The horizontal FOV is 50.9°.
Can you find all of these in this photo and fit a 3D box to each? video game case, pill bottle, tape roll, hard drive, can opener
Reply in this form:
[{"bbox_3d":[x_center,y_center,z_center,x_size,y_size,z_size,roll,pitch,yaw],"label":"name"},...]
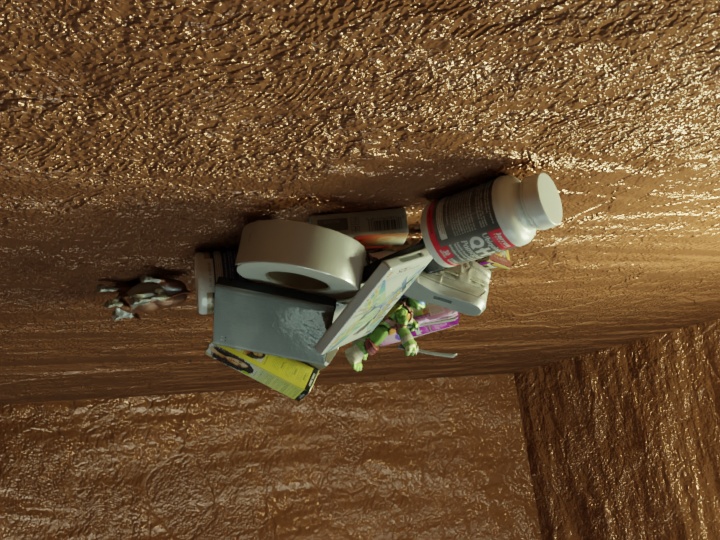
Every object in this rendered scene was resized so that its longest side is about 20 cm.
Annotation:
[{"bbox_3d":[0.027,0.049,1.264,0.200,0.022,0.182,-51,164,25],"label":"video game case"},{"bbox_3d":[0.201,-0.081,1.163,0.200,0.111,0.111,-18,162,36],"label":"pill bottle"},{"bbox_3d":[-0.094,-0.014,1.205,0.202,0.071,0.202,10,166,3],"label":"tape roll"},{"bbox_3d":[-0.147,0.086,1.282,0.199,0.033,0.140,11,129,-1],"label":"hard drive"},{"bbox_3d":[0.088,-0.024,1.340,0.199,0.079,0.063,-18,172,-18],"label":"can opener"},{"bbox_3d":[-0.192,0.017,1.349,0.199,0.111,0.111,-3,165,-14],"label":"pill bottle"}]

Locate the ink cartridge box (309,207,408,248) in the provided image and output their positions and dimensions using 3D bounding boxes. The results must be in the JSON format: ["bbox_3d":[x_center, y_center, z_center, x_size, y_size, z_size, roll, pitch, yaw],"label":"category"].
[{"bbox_3d":[-0.010,-0.048,1.311,0.162,0.050,0.200,-5,162,-6],"label":"ink cartridge box"}]

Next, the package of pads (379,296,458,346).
[{"bbox_3d":[0.113,0.100,1.644,0.199,0.076,0.121,-16,162,5],"label":"package of pads"}]

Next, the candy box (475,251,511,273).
[{"bbox_3d":[0.187,-0.013,1.521,0.199,0.057,0.117,-14,164,29],"label":"candy box"}]

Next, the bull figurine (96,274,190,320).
[{"bbox_3d":[-0.425,0.052,1.456,0.199,0.065,0.121,-16,166,27],"label":"bull figurine"}]

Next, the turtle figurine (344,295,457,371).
[{"bbox_3d":[0.080,0.140,1.502,0.194,0.144,0.200,-35,129,20],"label":"turtle figurine"}]

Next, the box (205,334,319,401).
[{"bbox_3d":[-0.180,0.168,1.382,0.200,0.050,0.075,27,151,-6],"label":"box"}]

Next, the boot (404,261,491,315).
[{"bbox_3d":[0.145,0.009,1.416,0.199,0.096,0.074,21,153,-4],"label":"boot"}]

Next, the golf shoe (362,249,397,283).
[{"bbox_3d":[0.000,0.000,1.415,0.199,0.078,0.094,-8,176,-5],"label":"golf shoe"}]

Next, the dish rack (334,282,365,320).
[{"bbox_3d":[-0.052,0.088,1.435,0.171,0.044,0.200,-8,156,-30],"label":"dish rack"}]

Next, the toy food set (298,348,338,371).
[{"bbox_3d":[-0.145,0.135,1.417,0.143,0.061,0.200,33,151,-16],"label":"toy food set"}]
